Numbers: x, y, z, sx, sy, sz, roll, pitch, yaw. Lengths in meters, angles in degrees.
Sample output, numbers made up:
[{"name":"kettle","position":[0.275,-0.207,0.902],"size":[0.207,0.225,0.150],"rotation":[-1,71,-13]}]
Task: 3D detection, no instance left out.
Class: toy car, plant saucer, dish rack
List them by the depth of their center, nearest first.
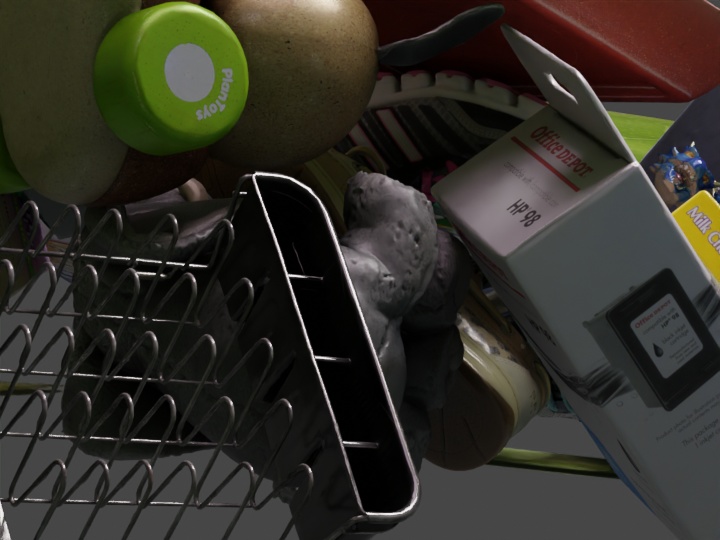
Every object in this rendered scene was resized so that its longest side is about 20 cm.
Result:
[{"name":"dish rack","position":[-0.090,0.036,1.045],"size":[0.199,0.055,0.154],"rotation":[4,50,-31]},{"name":"toy car","position":[-0.047,-0.104,1.191],"size":[0.199,0.159,0.164],"rotation":[0,-4,-33]},{"name":"plant saucer","position":[0.043,-0.115,1.300],"size":[0.199,0.037,0.199],"rotation":[4,-14,41]}]

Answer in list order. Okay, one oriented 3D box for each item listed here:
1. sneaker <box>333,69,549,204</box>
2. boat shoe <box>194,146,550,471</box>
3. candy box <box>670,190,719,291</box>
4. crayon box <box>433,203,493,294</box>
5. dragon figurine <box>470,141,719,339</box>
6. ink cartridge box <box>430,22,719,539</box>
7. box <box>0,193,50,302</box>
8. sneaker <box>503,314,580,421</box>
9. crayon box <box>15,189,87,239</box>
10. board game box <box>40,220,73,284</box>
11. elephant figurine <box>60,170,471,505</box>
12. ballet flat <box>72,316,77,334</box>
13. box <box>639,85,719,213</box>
[{"name":"sneaker","position":[0.010,-0.042,1.366],"size":[0.198,0.088,0.074],"rotation":[5,-14,19]},{"name":"boat shoe","position":[0.000,0.000,1.307],"size":[0.200,0.073,0.063],"rotation":[50,38,5]},{"name":"candy box","position":[0.181,0.038,1.262],"size":[0.102,0.026,0.200],"rotation":[55,2,22]},{"name":"crayon box","position":[0.069,-0.020,1.528],"size":[0.199,0.052,0.125],"rotation":[20,-17,-29]},{"name":"dragon figurine","position":[0.102,-0.007,1.342],"size":[0.099,0.059,0.200],"rotation":[-29,2,-18]},{"name":"ink cartridge box","position":[0.097,0.007,1.203],"size":[0.067,0.201,0.116],"rotation":[-35,20,-2]},{"name":"box","position":[-0.220,-0.061,1.317],"size":[0.096,0.177,0.200],"rotation":[-13,7,7]},{"name":"sneaker","position":[0.107,0.050,1.405],"size":[0.086,0.078,0.200],"rotation":[-2,2,-15]},{"name":"crayon box","position":[-0.154,-0.137,1.354],"size":[0.058,0.201,0.173],"rotation":[-15,-19,7]},{"name":"board game box","position":[-0.073,-0.007,1.496],"size":[0.199,0.047,0.151],"rotation":[12,-9,17]},{"name":"elephant figurine","position":[-0.067,0.018,1.216],"size":[0.199,0.142,0.155],"rotation":[15,-11,19]},{"name":"ballet flat","position":[-0.044,0.029,1.355],"size":[0.199,0.074,0.073],"rotation":[1,12,-35]},{"name":"box","position":[0.249,0.002,1.393],"size":[0.197,0.118,0.200],"rotation":[43,-2,-19]}]
